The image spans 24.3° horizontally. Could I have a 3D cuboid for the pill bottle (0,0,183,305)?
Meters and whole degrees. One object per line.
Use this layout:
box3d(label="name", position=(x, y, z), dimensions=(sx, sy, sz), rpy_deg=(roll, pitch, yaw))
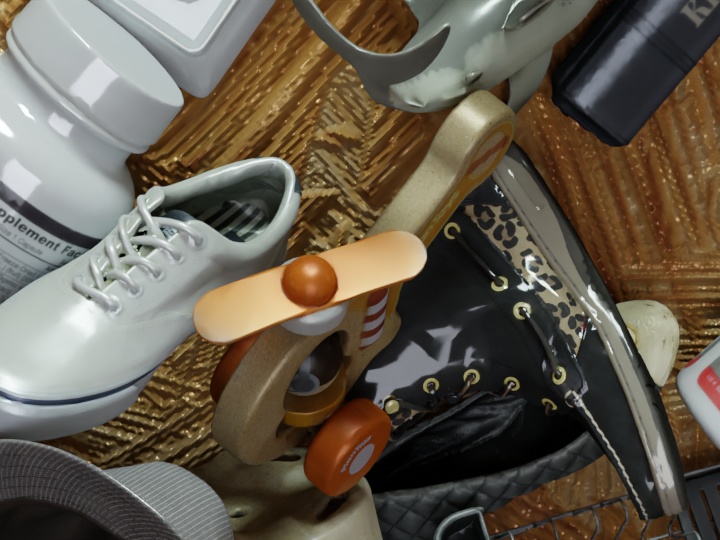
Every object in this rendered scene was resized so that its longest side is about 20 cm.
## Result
box3d(label="pill bottle", position=(-0.175, -0.029, 0.769), dimensions=(0.111, 0.112, 0.200), rpy_deg=(38, 102, -20))

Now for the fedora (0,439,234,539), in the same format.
box3d(label="fedora", position=(-0.107, 0.150, 0.715), dimensions=(0.176, 0.090, 0.202), rpy_deg=(26, 116, 16))

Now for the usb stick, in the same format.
box3d(label="usb stick", position=(0.171, -0.148, 0.813), dimensions=(0.055, 0.033, 0.200), rpy_deg=(36, 102, -19))

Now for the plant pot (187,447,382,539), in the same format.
box3d(label="plant pot", position=(-0.051, 0.197, 0.840), dimensions=(0.198, 0.201, 0.186), rpy_deg=(-8, 107, -5))

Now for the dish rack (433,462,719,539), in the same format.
box3d(label="dish rack", position=(0.145, 0.182, 0.867), dimensions=(0.198, 0.055, 0.155), rpy_deg=(-14, 72, -11))

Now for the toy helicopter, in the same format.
box3d(label="toy helicopter", position=(0.000, 0.000, 0.746), dimensions=(0.079, 0.132, 0.201), rpy_deg=(36, 88, 23))

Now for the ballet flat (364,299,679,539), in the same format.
box3d(label="ballet flat", position=(0.081, 0.081, 0.871), dimensions=(0.199, 0.067, 0.057), rpy_deg=(-36, 148, 9))

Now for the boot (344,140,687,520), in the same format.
box3d(label="boot", position=(0.060, 0.053, 0.825), dimensions=(0.150, 0.073, 0.201), rpy_deg=(-28, 81, 8))

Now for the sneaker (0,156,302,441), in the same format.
box3d(label="sneaker", position=(-0.098, 0.001, 0.727), dimensions=(0.073, 0.200, 0.071), rpy_deg=(32, 128, 15))

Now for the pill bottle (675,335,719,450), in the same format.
box3d(label="pill bottle", position=(0.270, 0.034, 0.856), dimensions=(0.200, 0.114, 0.114), rpy_deg=(-43, 111, 10))

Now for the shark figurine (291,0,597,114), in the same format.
box3d(label="shark figurine", position=(0.034, -0.117, 0.772), dimensions=(0.090, 0.214, 0.129), rpy_deg=(46, 137, 16))

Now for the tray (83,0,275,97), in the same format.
box3d(label="tray", position=(-0.059, -0.185, 0.772), dimensions=(0.107, 0.022, 0.201), rpy_deg=(33, 104, -18))
